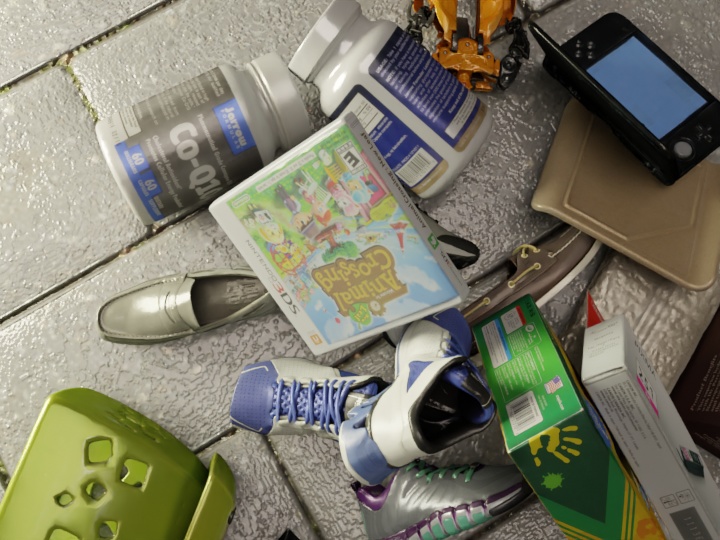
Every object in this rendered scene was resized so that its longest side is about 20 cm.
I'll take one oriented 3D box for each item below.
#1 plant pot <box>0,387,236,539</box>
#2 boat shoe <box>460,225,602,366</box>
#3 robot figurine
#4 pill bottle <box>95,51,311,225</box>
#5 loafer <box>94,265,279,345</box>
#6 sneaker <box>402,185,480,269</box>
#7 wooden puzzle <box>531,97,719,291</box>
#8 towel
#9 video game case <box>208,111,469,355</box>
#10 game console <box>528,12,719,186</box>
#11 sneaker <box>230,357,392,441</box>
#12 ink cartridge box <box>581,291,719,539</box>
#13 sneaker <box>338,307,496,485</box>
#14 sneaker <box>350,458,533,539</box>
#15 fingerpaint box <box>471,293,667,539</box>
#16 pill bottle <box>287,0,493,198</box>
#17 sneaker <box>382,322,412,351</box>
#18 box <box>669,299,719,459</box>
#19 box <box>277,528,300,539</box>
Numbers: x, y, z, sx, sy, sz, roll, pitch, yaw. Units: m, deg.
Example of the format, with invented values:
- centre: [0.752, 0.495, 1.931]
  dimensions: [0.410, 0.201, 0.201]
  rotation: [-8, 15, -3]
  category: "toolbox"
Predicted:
- centre: [-0.217, 0.233, 0.698]
  dimensions: [0.178, 0.200, 0.203]
  rotation: [22, 80, -6]
  category: "plant pot"
- centre: [0.174, 0.011, 0.817]
  dimensions: [0.200, 0.072, 0.060]
  rotation: [-44, 89, -3]
  category: "boat shoe"
- centre: [0.118, -0.288, 0.864]
  dimensions: [0.142, 0.058, 0.205]
  rotation: [5, 80, -2]
  category: "robot figurine"
- centre: [-0.157, -0.139, 0.796]
  dimensions: [0.197, 0.114, 0.115]
  rotation: [-27, 84, -7]
  category: "pill bottle"
- centre: [-0.175, 0.032, 0.790]
  dimensions: [0.196, 0.070, 0.071]
  rotation: [-14, 84, -5]
  category: "loafer"
- centre: [0.038, -0.059, 0.818]
  dimensions: [0.197, 0.074, 0.081]
  rotation: [24, 75, 0]
  category: "sneaker"
- centre: [0.292, -0.085, 0.830]
  dimensions: [0.197, 0.037, 0.187]
  rotation: [26, 56, 3]
  category: "wooden puzzle"
- centre: [0.295, 0.059, 0.835]
  dimensions: [0.131, 0.034, 0.202]
  rotation: [34, 82, 3]
  category: "towel"
- centre: [-0.026, -0.021, 0.695]
  dimensions: [0.183, 0.198, 0.022]
  rotation: [55, 43, -13]
  category: "video game case"
- centre: [0.287, -0.199, 0.803]
  dimensions: [0.175, 0.117, 0.201]
  rotation: [-35, 71, -15]
  category: "game console"
- centre: [-0.027, 0.127, 0.754]
  dimensions: [0.195, 0.115, 0.082]
  rotation: [9, 78, -4]
  category: "sneaker"
- centre: [0.267, 0.129, 0.710]
  dimensions: [0.043, 0.174, 0.202]
  rotation: [-26, 104, 27]
  category: "ink cartridge box"
- centre: [0.074, 0.102, 0.675]
  dimensions: [0.081, 0.114, 0.200]
  rotation: [56, 40, -13]
  category: "sneaker"
- centre: [0.076, 0.209, 0.748]
  dimensions: [0.198, 0.074, 0.089]
  rotation: [-31, 74, 21]
  category: "sneaker"
- centre: [0.184, 0.142, 0.701]
  dimensions: [0.073, 0.201, 0.168]
  rotation: [-31, 110, 13]
  category: "fingerpaint box"
- centre: [0.029, -0.178, 0.789]
  dimensions: [0.199, 0.116, 0.116]
  rotation: [39, 80, -11]
  category: "pill bottle"
- centre: [0.000, 0.000, 0.776]
  dimensions: [0.112, 0.202, 0.076]
  rotation: [10, 49, 26]
  category: "sneaker"
- centre: [0.430, 0.117, 0.749]
  dimensions: [0.162, 0.200, 0.168]
  rotation: [30, 81, 1]
  category: "box"
- centre: [-0.026, 0.350, 0.715]
  dimensions: [0.200, 0.141, 0.079]
  rotation: [45, 81, 4]
  category: "box"
